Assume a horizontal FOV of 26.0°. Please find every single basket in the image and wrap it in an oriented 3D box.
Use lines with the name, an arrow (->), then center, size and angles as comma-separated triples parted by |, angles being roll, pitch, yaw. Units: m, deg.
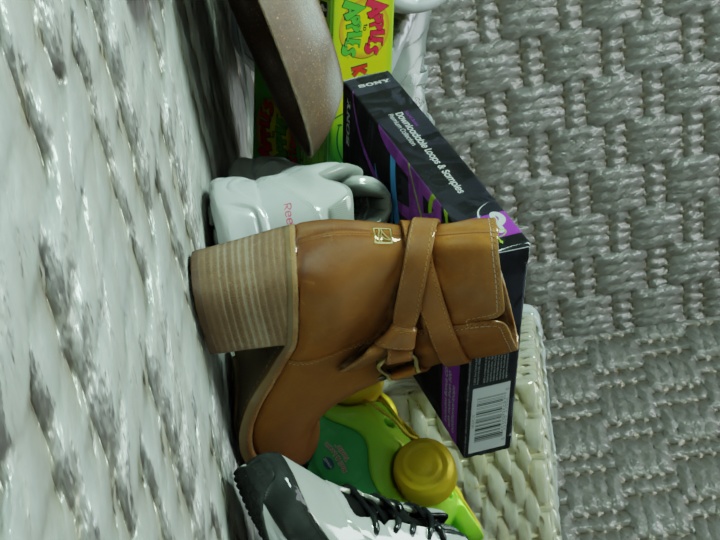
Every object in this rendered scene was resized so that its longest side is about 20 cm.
basket -> 0.053, 0.146, 1.178 | 0.161, 0.198, 0.200 | -83, 166, -75

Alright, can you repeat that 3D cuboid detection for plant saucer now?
plant saucer -> -0.055, -0.164, 0.913 | 0.200, 0.037, 0.201 | 157, -90, -85

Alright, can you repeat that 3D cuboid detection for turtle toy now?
turtle toy -> 0.010, 0.144, 0.963 | 0.200, 0.101, 0.146 | 52, -7, 21

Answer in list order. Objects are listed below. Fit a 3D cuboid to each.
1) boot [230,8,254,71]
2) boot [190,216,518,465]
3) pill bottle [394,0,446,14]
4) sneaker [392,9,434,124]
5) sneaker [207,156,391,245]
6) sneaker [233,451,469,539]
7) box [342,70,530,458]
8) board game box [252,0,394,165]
boot -> -0.054, -0.234, 1.088 | 0.096, 0.073, 0.200 | 21, -57, 59
boot -> 0.006, 0.044, 0.813 | 0.200, 0.154, 0.074 | 78, 5, -58
pill bottle -> -0.015, -0.252, 1.188 | 0.200, 0.111, 0.112 | 14, -62, 53
sneaker -> 0.022, -0.130, 1.218 | 0.075, 0.082, 0.200 | 8, -100, 52
sneaker -> -0.030, -0.030, 0.916 | 0.200, 0.099, 0.078 | -88, 170, -80
sneaker -> 0.006, 0.140, 0.814 | 0.200, 0.080, 0.074 | 47, 10, -46
box -> 0.037, -0.008, 0.914 | 0.200, 0.036, 0.143 | -122, -154, -50
board game box -> -0.025, -0.151, 1.012 | 0.102, 0.048, 0.200 | 29, -57, 52
